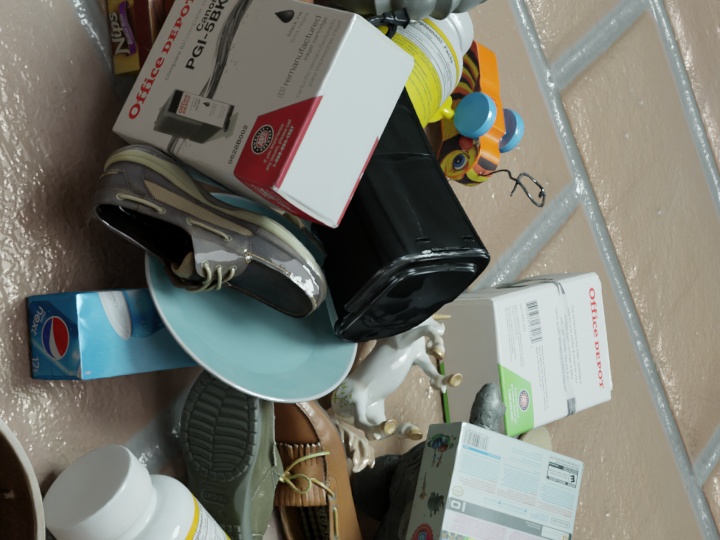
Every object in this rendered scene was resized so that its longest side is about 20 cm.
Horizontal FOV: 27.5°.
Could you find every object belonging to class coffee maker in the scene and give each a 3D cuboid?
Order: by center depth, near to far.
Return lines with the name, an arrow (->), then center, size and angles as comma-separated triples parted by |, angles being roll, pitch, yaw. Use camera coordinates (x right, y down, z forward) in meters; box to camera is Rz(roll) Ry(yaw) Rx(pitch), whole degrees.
coffee maker -> 0.009, -0.068, 1.195 | 0.135, 0.192, 0.200 | -17, 65, -19

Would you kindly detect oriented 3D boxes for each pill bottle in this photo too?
pill bottle -> -0.159, 0.233, 1.159 | 0.200, 0.113, 0.113 | 57, 49, -30
pill bottle -> 0.027, -0.183, 1.399 | 0.200, 0.112, 0.112 | -53, 125, -37

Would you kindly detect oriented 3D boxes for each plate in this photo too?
plate -> -0.091, 0.025, 1.198 | 0.200, 0.026, 0.200 | 24, 43, -25

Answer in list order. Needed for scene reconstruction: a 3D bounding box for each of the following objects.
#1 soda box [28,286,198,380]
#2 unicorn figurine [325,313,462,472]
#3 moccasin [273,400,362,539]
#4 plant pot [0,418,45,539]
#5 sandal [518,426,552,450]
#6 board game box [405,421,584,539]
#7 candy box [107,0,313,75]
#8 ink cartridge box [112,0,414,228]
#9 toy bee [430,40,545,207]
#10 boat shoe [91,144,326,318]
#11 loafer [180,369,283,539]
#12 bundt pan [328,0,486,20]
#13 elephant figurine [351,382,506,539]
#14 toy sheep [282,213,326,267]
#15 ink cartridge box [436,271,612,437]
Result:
soda box -> -0.169, 0.046, 1.197 | 0.200, 0.064, 0.068 | -4, 91, -49
unicorn figurine -> 0.035, 0.092, 1.383 | 0.200, 0.137, 0.074 | -37, 120, -18
moccasin -> -0.054, 0.194, 1.318 | 0.078, 0.074, 0.201 | -40, 126, -52
plant pot -> -0.333, 0.167, 0.901 | 0.200, 0.198, 0.200 | 6, 82, -48
sandal -> 0.189, 0.257, 1.584 | 0.078, 0.070, 0.212 | 55, 50, -31
board game box -> 0.114, 0.252, 1.327 | 0.147, 0.064, 0.200 | 21, 71, -27
candy box -> -0.125, -0.227, 1.273 | 0.200, 0.056, 0.117 | -8, 93, -50
ink cartridge box -> -0.079, -0.134, 1.140 | 0.083, 0.200, 0.147 | 30, 83, -49
toy bee -> 0.106, -0.135, 1.512 | 0.131, 0.109, 0.200 | 40, 34, -30
boat shoe -> -0.122, -0.015, 1.139 | 0.200, 0.075, 0.073 | 31, 51, -4
loafer -> -0.106, 0.158, 1.242 | 0.070, 0.075, 0.200 | -38, 140, -58
bundt pan -> 0.044, -0.291, 1.378 | 0.202, 0.202, 0.076 | -36, 137, -44
elephant figurine -> 0.062, 0.223, 1.401 | 0.155, 0.141, 0.200 | -38, 123, -59
toy sheep -> 0.000, 0.000, 1.345 | 0.200, 0.138, 0.138 | 4, 84, -37
ink cartridge box -> 0.176, 0.087, 1.571 | 0.200, 0.084, 0.146 | -11, 96, -48
